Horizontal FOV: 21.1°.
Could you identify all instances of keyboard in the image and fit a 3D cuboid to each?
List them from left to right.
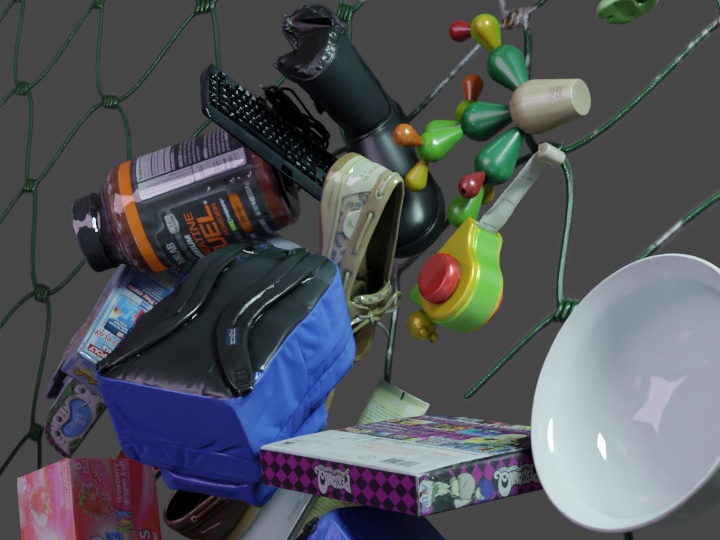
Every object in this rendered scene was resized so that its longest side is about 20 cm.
[{"bbox_3d":[-0.062,-0.125,1.724,0.040,0.200,0.105,-38,37,22],"label":"keyboard"}]

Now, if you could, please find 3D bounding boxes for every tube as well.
[{"bbox_3d":[-0.007,0.191,1.632,0.058,0.052,0.201,26,86,14],"label":"tube"}]

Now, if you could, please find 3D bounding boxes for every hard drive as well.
[{"bbox_3d":[-0.096,0.193,1.760,0.133,0.026,0.200,-60,35,8],"label":"hard drive"}]

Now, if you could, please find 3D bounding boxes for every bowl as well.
[{"bbox_3d":[0.220,0.098,1.349,0.200,0.090,0.203,-31,47,39],"label":"bowl"}]

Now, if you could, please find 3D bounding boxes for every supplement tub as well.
[{"bbox_3d":[-0.162,-0.062,1.774,0.198,0.107,0.108,-19,49,8],"label":"supplement tub"}]

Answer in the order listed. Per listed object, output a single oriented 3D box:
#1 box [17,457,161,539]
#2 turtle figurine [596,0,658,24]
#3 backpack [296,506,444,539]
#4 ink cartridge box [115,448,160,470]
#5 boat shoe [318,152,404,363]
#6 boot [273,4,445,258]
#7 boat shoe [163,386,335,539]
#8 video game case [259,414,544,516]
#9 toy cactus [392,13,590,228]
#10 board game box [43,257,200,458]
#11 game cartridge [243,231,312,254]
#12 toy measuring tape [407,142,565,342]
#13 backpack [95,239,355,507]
[{"bbox_3d":[-0.247,0.281,1.794,0.094,0.102,0.202,-24,67,46],"label":"box"},{"bbox_3d":[0.171,-0.304,1.617,0.144,0.198,0.196,105,161,-56],"label":"turtle figurine"},{"bbox_3d":[-0.014,0.297,1.458,0.200,0.162,0.168,-50,60,17],"label":"backpack"},{"bbox_3d":[-0.159,0.092,1.845,0.162,0.057,0.201,1,52,54],"label":"ink cartridge box"},{"bbox_3d":[0.000,0.000,1.665,0.062,0.073,0.202,21,127,29],"label":"boat shoe"},{"bbox_3d":[-0.006,-0.125,1.704,0.076,0.168,0.201,-28,45,15],"label":"boot"},{"bbox_3d":[-0.099,0.157,1.703,0.201,0.070,0.070,-57,34,9],"label":"boat shoe"},{"bbox_3d":[0.051,0.144,1.469,0.199,0.180,0.036,2,98,52],"label":"video game case"},{"bbox_3d":[0.115,-0.139,1.643,0.164,0.102,0.202,-10,53,38],"label":"toy cactus"},{"bbox_3d":[-0.241,0.074,1.837,0.200,0.061,0.200,-52,9,29],"label":"board game box"},{"bbox_3d":[-0.124,0.052,1.766,0.201,0.040,0.133,-54,34,-5],"label":"game cartridge"},{"bbox_3d":[0.106,-0.011,1.584,0.200,0.073,0.074,-50,38,21],"label":"toy measuring tape"},{"bbox_3d":[-0.100,0.081,1.604,0.161,0.169,0.201,11,45,26],"label":"backpack"}]
